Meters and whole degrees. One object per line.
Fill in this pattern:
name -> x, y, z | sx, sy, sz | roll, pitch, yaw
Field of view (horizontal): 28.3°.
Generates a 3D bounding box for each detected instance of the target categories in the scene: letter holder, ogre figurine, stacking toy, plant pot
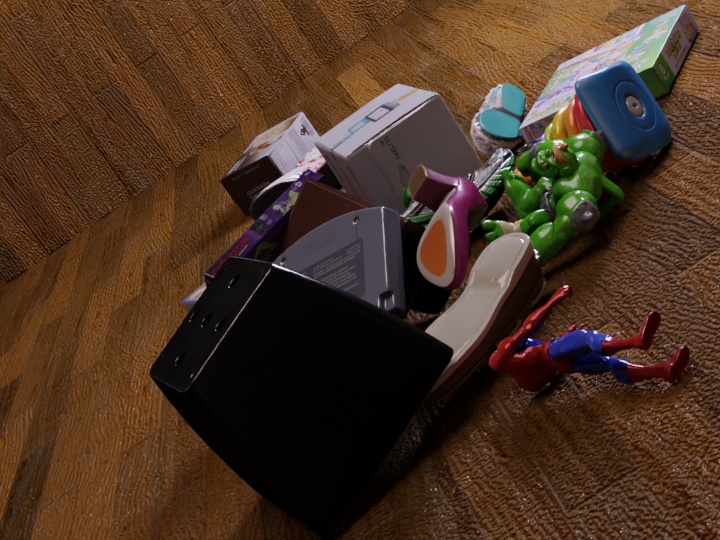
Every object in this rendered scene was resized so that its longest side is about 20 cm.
letter holder -> 0.000, 0.000, 1.570 | 0.200, 0.100, 0.142 | 26, 92, 51
ogre figurine -> 0.200, -0.077, 1.473 | 0.120, 0.098, 0.200 | -32, 10, 36
stacking toy -> 0.236, -0.135, 1.591 | 0.116, 0.110, 0.200 | -27, -6, -45
plant pot -> -0.071, 0.094, 1.286 | 0.200, 0.177, 0.200 | -56, 21, -9

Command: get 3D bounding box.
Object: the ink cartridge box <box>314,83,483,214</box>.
ink cartridge box -> 0.054, -0.138, 1.853 | 0.146, 0.147, 0.200 | -35, 17, -4

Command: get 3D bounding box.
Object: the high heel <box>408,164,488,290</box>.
high heel -> 0.105, -0.033, 1.449 | 0.067, 0.096, 0.200 | -57, 23, 22

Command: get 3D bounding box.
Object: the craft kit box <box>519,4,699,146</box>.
craft kit box -> 0.318, -0.245, 1.820 | 0.200, 0.049, 0.198 | -24, 22, 35

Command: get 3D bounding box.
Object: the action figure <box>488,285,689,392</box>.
action figure -> 0.188, 0.051, 1.184 | 0.200, 0.065, 0.099 | -13, 35, 50

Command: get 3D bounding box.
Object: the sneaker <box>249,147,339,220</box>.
sneaker -> -0.095, -0.139, 2.304 | 0.201, 0.067, 0.108 | -34, 15, -9

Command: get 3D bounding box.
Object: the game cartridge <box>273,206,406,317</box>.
game cartridge -> -0.030, 0.016, 1.493 | 0.200, 0.040, 0.134 | -27, 59, 40

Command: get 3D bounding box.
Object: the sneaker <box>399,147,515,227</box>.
sneaker -> 0.101, -0.084, 1.672 | 0.200, 0.085, 0.078 | -38, -11, -14

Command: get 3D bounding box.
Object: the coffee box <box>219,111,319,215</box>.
coffee box -> -0.156, -0.193, 2.552 | 0.114, 0.080, 0.200 | -26, 18, 29

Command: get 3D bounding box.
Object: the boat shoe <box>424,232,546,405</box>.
boat shoe -> 0.112, 0.054, 1.333 | 0.072, 0.060, 0.200 | 2, 47, 45

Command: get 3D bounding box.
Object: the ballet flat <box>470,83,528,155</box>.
ballet flat -> 0.184, -0.190, 1.918 | 0.064, 0.076, 0.200 | -61, -3, 29

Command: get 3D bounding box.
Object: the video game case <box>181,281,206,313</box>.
video game case -> -0.135, -0.002, 2.024 | 0.200, 0.045, 0.181 | -43, 19, -27

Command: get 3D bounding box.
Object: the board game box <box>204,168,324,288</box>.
board game box -> -0.105, -0.013, 1.646 | 0.032, 0.120, 0.200 | 22, 51, 27
